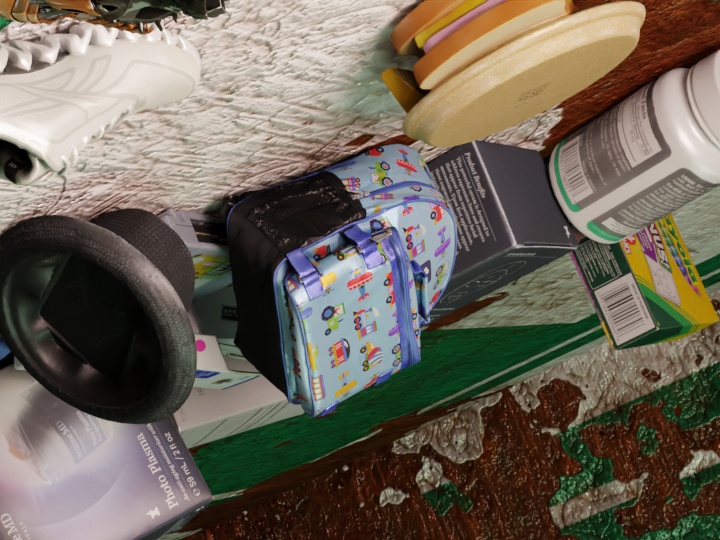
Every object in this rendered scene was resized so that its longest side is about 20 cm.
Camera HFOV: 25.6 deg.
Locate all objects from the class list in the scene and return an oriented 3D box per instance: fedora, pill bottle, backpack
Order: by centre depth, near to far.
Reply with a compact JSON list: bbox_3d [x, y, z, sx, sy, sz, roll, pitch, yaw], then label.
[{"bbox_3d":[-0.183,0.020,1.182,0.200,0.201,0.092,-35,-168,48],"label":"fedora"},{"bbox_3d":[0.000,0.000,1.304,0.199,0.134,0.184,-25,134,-25],"label":"backpack"},{"bbox_3d":[0.278,-0.113,1.446,0.113,0.114,0.200,-9,163,-46],"label":"pill bottle"}]

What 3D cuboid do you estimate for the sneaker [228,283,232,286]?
[{"bbox_3d":[-0.059,0.043,1.560,0.199,0.100,0.071,-12,167,-35],"label":"sneaker"}]

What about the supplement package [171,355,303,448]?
[{"bbox_3d":[-0.137,0.099,1.611,0.199,0.122,0.120,-15,166,-33],"label":"supplement package"}]

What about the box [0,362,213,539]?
[{"bbox_3d":[-0.276,0.182,1.474,0.197,0.201,0.123,-26,171,-28],"label":"box"}]

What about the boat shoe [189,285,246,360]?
[{"bbox_3d":[-0.099,0.054,1.487,0.198,0.073,0.066,7,170,-15],"label":"boat shoe"}]

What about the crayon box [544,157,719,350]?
[{"bbox_3d":[0.273,-0.025,1.609,0.058,0.201,0.172,-29,166,30],"label":"crayon box"}]

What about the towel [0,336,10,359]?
[{"bbox_3d":[-0.410,0.099,1.364,0.144,0.024,0.199,-32,165,35],"label":"towel"}]

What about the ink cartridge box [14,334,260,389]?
[{"bbox_3d":[-0.195,0.075,1.393,0.198,0.037,0.095,10,164,-25],"label":"ink cartridge box"}]

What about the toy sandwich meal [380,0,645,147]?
[{"bbox_3d":[0.100,-0.152,1.086,0.204,0.071,0.205,-25,172,-4],"label":"toy sandwich meal"}]

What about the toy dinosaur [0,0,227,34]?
[{"bbox_3d":[-0.129,-0.149,0.688,0.135,0.103,0.200,-9,-171,10],"label":"toy dinosaur"}]

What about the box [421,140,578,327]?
[{"bbox_3d":[0.074,-0.027,1.474,0.199,0.108,0.148,-27,167,26],"label":"box"}]

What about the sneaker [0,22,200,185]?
[{"bbox_3d":[-0.166,-0.086,0.854,0.199,0.082,0.075,-13,164,-42],"label":"sneaker"}]

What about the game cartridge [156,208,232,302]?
[{"bbox_3d":[-0.162,-0.004,1.331,0.133,0.041,0.200,-23,169,21],"label":"game cartridge"}]
